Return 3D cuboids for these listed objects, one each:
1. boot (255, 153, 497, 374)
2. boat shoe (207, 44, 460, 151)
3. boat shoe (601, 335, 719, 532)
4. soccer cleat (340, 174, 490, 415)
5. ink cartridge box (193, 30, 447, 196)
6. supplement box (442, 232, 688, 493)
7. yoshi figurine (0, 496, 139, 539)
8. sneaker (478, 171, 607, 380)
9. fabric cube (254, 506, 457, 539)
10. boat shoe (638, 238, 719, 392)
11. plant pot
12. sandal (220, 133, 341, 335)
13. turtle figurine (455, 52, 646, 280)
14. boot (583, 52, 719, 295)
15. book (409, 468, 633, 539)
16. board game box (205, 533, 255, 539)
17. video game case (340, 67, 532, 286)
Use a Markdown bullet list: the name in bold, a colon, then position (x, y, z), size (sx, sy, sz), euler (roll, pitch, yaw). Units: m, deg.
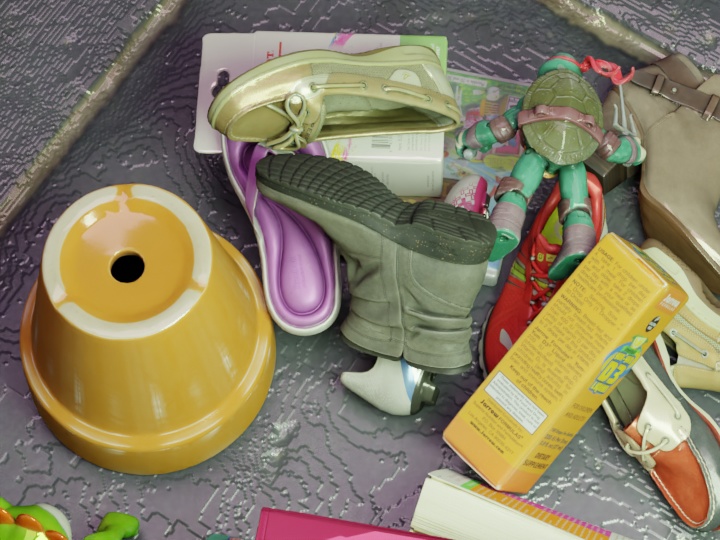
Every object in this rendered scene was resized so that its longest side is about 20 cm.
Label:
- **boot**: position (0.000, 0.000, 1.558), size (0.199, 0.131, 0.068), euler (22, 29, 14)
- **boat shoe**: position (-0.018, -0.123, 1.589), size (0.200, 0.073, 0.063), euler (-9, 59, -30)
- **boat shoe**: position (0.219, 0.110, 1.585), size (0.062, 0.071, 0.201), euler (-6, 63, -43)
- **soccer cleat**: position (0.041, 0.012, 1.630), size (0.086, 0.070, 0.201), euler (17, 79, 7)
- **ink cartridge box**: position (-0.031, -0.127, 1.688), size (0.198, 0.067, 0.118), euler (2, 67, 2)
- **supplement box**: position (0.153, 0.070, 1.552), size (0.069, 0.066, 0.200), euler (41, 100, 25)
- **yoshi figurine**: position (-0.211, 0.231, 1.553), size (0.199, 0.112, 0.112), euler (28, 109, -2)
- **sneaker**: position (0.143, 0.008, 1.637), size (0.077, 0.085, 0.201), euler (15, 67, 8)
- **fabric cube**: position (0.014, 0.297, 1.448), size (0.198, 0.196, 0.201), euler (8, 65, 5)
- **boat shoe**: position (0.268, 0.067, 1.627), size (0.076, 0.072, 0.200), euler (-42, 61, -4)
- **plant pot**: position (-0.167, 0.029, 1.578), size (0.199, 0.184, 0.201), euler (0, 65, 1)
- **sandal**: position (-0.054, -0.053, 1.608), size (0.082, 0.050, 0.204), euler (-16, 83, -2)
- **turtle figurine**: position (0.145, -0.095, 1.604), size (0.149, 0.101, 0.201), euler (8, 59, 7)
- **boot**: position (0.274, -0.087, 1.689), size (0.146, 0.070, 0.200), euler (-40, 71, -18)
- **book**: position (0.144, 0.198, 1.528), size (0.199, 0.134, 0.048), euler (20, 95, 10)
- **board game box**: position (-0.109, 0.292, 1.438), size (0.045, 0.152, 0.201), euler (9, 91, 5)
- **video game case**: position (0.033, -0.090, 1.718), size (0.199, 0.022, 0.183), euler (12, 66, 6)
